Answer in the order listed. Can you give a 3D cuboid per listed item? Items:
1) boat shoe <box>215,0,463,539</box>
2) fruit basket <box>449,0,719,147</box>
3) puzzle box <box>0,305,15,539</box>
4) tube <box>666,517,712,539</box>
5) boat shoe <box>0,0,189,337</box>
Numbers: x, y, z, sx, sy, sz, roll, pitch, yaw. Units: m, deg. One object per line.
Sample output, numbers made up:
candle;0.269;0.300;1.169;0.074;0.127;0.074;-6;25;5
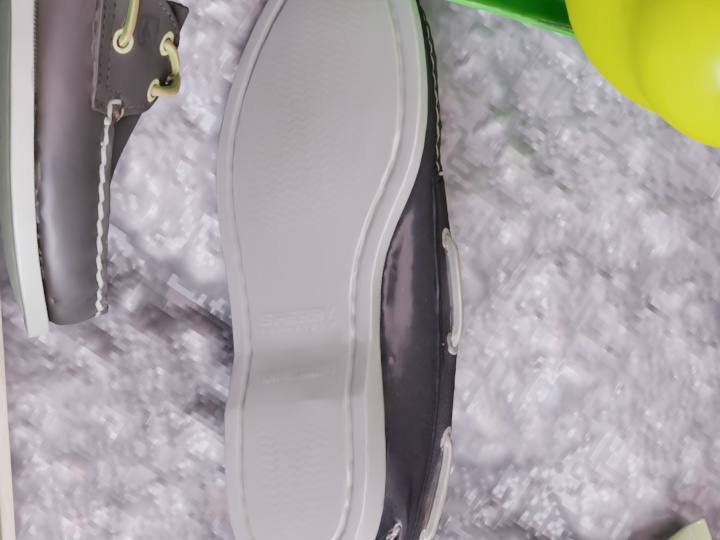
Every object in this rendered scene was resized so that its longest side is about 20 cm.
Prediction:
boat shoe;0.000;0.000;0.937;0.060;0.074;0.201;14;74;-57
fruit basket;0.101;-0.117;0.879;0.214;0.216;0.156;14;93;-17
puzzle box;-0.171;0.083;0.916;0.132;0.025;0.201;-6;98;-16
tube;0.045;0.162;0.980;0.199;0.052;0.058;-28;145;-15
boat shoe;-0.081;-0.081;0.897;0.060;0.072;0.203;-2;95;-12
